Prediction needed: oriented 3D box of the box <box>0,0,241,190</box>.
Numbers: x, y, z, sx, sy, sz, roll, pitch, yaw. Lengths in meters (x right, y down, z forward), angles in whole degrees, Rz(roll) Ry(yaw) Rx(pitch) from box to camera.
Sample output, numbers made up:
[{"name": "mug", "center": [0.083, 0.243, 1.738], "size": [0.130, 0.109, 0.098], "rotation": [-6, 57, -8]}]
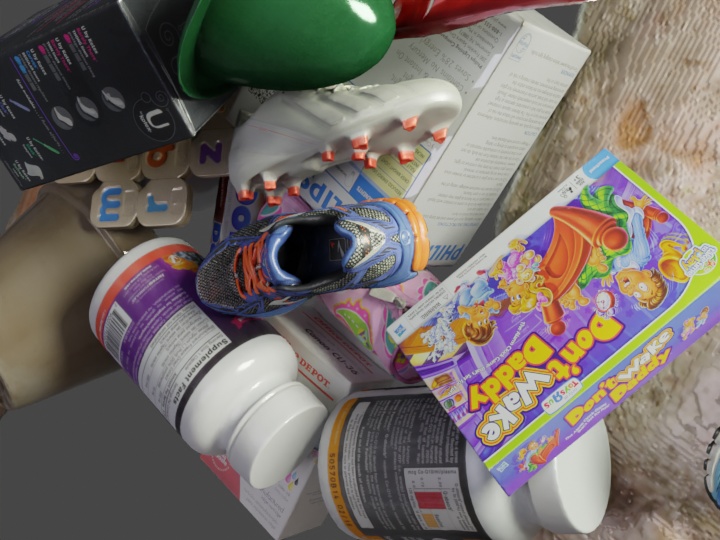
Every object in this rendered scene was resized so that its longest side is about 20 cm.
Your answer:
[{"name": "box", "center": [-0.191, -0.152, 0.723], "size": [0.197, 0.123, 0.107], "rotation": [-10, 122, 34]}]

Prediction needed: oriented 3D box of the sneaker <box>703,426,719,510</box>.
[{"name": "sneaker", "center": [0.286, 0.081, 0.566], "size": [0.090, 0.078, 0.201], "rotation": [46, 116, 24]}]

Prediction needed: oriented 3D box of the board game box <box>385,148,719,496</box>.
[{"name": "board game box", "center": [0.131, 0.029, 0.630], "size": [0.199, 0.045, 0.135], "rotation": [-39, 48, 0]}]

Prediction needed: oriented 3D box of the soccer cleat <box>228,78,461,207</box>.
[{"name": "soccer cleat", "center": [-0.020, -0.104, 0.655], "size": [0.197, 0.069, 0.079], "rotation": [-15, 74, 37]}]

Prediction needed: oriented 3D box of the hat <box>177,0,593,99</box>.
[{"name": "hat", "center": [0.005, -0.130, 0.600], "size": [0.176, 0.165, 0.201], "rotation": [43, 138, 8]}]

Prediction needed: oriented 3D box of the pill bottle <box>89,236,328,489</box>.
[{"name": "pill bottle", "center": [-0.120, 0.074, 0.765], "size": [0.200, 0.111, 0.113], "rotation": [42, 113, 25]}]

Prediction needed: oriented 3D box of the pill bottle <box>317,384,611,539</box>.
[{"name": "pill bottle", "center": [0.074, 0.141, 0.701], "size": [0.197, 0.115, 0.119], "rotation": [-9, 84, 37]}]

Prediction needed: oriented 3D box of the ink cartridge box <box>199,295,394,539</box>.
[{"name": "ink cartridge box", "center": [-0.050, 0.111, 0.825], "size": [0.116, 0.067, 0.203], "rotation": [36, 109, 32]}]

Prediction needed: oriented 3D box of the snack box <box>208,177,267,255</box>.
[{"name": "snack box", "center": [-0.106, 0.008, 0.866], "size": [0.024, 0.071, 0.205], "rotation": [19, 101, 55]}]

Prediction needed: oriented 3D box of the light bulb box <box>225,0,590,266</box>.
[{"name": "light bulb box", "center": [0.031, -0.141, 0.733], "size": [0.198, 0.124, 0.202], "rotation": [45, 115, 28]}]

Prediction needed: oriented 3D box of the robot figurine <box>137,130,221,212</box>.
[{"name": "robot figurine", "center": [-0.175, -0.139, 0.896], "size": [0.167, 0.113, 0.203], "rotation": [-29, 69, 4]}]

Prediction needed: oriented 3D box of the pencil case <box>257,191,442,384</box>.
[{"name": "pencil case", "center": [0.000, 0.000, 0.776], "size": [0.200, 0.087, 0.088], "rotation": [46, 115, 32]}]

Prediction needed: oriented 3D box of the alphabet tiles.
[{"name": "alphabet tiles", "center": [-0.182, -0.136, 0.828], "size": [0.191, 0.015, 0.205], "rotation": [-1, 79, 21]}]

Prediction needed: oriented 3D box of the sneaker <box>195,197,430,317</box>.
[{"name": "sneaker", "center": [-0.050, -0.011, 0.669], "size": [0.197, 0.078, 0.077], "rotation": [-17, 83, 36]}]

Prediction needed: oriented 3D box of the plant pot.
[{"name": "plant pot", "center": [-0.286, 0.031, 0.890], "size": [0.198, 0.173, 0.203], "rotation": [33, 142, 30]}]
